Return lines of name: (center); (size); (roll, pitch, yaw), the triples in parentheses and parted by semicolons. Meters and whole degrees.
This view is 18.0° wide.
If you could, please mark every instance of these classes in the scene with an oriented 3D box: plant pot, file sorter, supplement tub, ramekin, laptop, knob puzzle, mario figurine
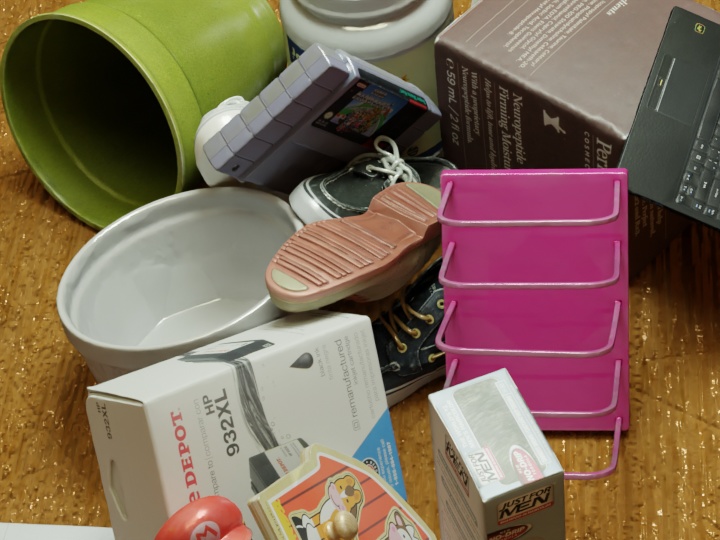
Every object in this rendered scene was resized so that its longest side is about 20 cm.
plant pot: (-0.166, -0.162, 1.921); (0.200, 0.201, 0.193); (25, 43, 27)
file sorter: (0.124, 0.039, 1.645); (0.138, 0.202, 0.126); (0, 17, 8)
supplement tub: (0.009, -0.189, 1.899); (0.144, 0.201, 0.146); (-4, 46, 4)
ramekin: (-0.124, 0.036, 1.749); (0.199, 0.106, 0.201); (-12, 36, 9)
laptop: (0.313, -0.116, 1.680); (0.199, 0.103, 0.178); (23, 60, -1)
knob puzzle: (0.016, 0.205, 1.551); (0.030, 0.220, 0.221); (-28, 40, 25)
mario figurine: (-0.069, 0.235, 1.500); (0.105, 0.201, 0.124); (-16, 32, 17)

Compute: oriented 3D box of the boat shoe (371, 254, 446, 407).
boat shoe: (0.041, 0.041, 1.754); (0.199, 0.091, 0.071); (-20, 47, -12)

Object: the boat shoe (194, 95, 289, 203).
boat shoe: (-0.090, -0.105, 1.837); (0.072, 0.200, 0.069); (-36, 70, 14)

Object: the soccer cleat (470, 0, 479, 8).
soccer cleat: (0.192, -0.222, 1.986); (0.198, 0.086, 0.069); (3, 47, 11)

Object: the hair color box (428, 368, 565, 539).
hair color box: (0.095, 0.174, 1.545); (0.060, 0.201, 0.099); (-19, 47, -11)

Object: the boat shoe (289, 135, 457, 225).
boat shoe: (0.018, -0.063, 1.798); (0.074, 0.068, 0.199); (49, 25, 24)

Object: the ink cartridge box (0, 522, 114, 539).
ink cartridge box: (-0.212, 0.269, 1.607); (0.195, 0.043, 0.201); (1, 46, 8)

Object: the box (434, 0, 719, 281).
box: (0.188, -0.134, 1.848); (0.199, 0.167, 0.164); (31, 57, 32)

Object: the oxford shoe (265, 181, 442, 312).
oxford shoe: (0.000, 0.000, 1.695); (0.071, 0.074, 0.199); (33, 37, 28)

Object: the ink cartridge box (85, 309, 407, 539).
ink cartridge box: (-0.078, 0.126, 1.606); (0.199, 0.146, 0.083); (-20, 14, -34)

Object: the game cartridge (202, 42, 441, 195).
game cartridge: (-0.024, -0.109, 1.782); (0.129, 0.200, 0.039); (-37, 68, 18)
